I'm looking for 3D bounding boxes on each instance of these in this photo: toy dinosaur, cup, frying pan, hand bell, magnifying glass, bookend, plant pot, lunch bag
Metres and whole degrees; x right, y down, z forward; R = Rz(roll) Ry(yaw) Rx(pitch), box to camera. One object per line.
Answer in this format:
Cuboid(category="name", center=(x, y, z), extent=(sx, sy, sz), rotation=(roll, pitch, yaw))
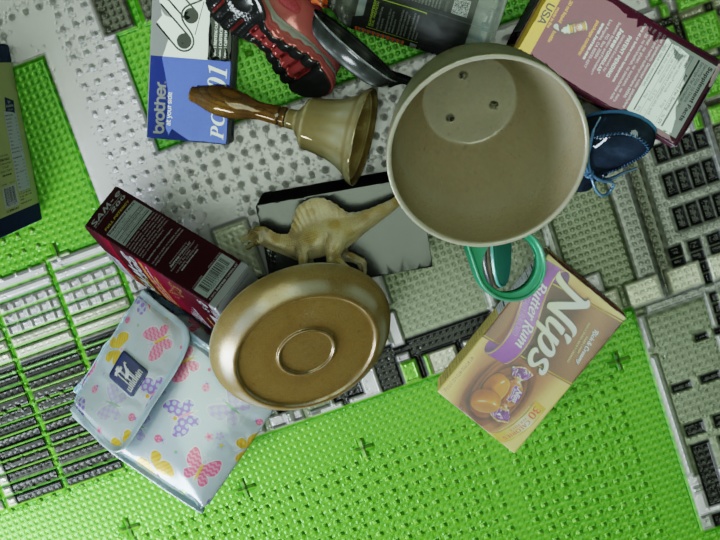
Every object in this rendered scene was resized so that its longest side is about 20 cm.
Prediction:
Cuboid(category="toy dinosaur", center=(-0.026, -0.030, 1.409), extent=(0.197, 0.058, 0.102), rotation=(-15, 100, 3))
Cuboid(category="cup", center=(0.118, -0.146, 1.351), extent=(0.197, 0.144, 0.203), rotation=(-2, 119, -3))
Cuboid(category="frying pan", center=(0.008, -0.226, 1.437), extent=(0.031, 0.189, 0.115), rotation=(-49, 67, 13))
Cuboid(category="hand bell", center=(-0.090, -0.164, 1.438), extent=(0.197, 0.104, 0.106), rotation=(14, 101, 10))
Cuboid(category="magnifying glass", center=(0.122, -0.044, 1.436), extent=(0.200, 0.022, 0.080), rotation=(43, 89, -17))
Cuboid(category="bookend", center=(0.000, 0.000, 1.491), extent=(0.197, 0.092, 0.202), rotation=(-10, 101, 3))
Cuboid(category="plant pot", center=(-0.059, 0.078, 1.402), extent=(0.197, 0.028, 0.202), rotation=(-11, 132, -12))
Cuboid(category="lunch bag", center=(-0.208, 0.144, 1.509), extent=(0.199, 0.127, 0.170), rotation=(36, 93, -1))

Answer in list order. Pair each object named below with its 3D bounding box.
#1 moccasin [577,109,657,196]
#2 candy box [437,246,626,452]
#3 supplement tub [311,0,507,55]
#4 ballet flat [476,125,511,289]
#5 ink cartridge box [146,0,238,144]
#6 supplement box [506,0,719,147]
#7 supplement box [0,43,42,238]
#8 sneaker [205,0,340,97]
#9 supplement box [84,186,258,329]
Cuboid(category="moccasin", center=(0.234, -0.109, 1.416), extent=(0.080, 0.199, 0.069), rotation=(34, 65, -18))
Cuboid(category="candy box", center=(0.191, 0.089, 1.517), extent=(0.116, 0.056, 0.201), rotation=(38, 100, -3))
Cuboid(category="supplement tub", center=(0.054, -0.300, 1.420), extent=(0.197, 0.123, 0.124), rotation=(17, 100, -1))
Cuboid(category="ballet flat", center=(0.132, -0.081, 1.490), extent=(0.072, 0.073, 0.203), rotation=(-1, 106, 3))
Cuboid(category="ink cartridge box", center=(-0.182, -0.244, 1.480), extent=(0.093, 0.044, 0.203), rotation=(5, 101, 3))
Cuboid(category="supplement box", center=(0.262, -0.226, 1.421), extent=(0.198, 0.131, 0.104), rotation=(30, 99, -4))
Cuboid(category="supplement box", center=(-0.445, -0.131, 1.431), extent=(0.132, 0.200, 0.203), rotation=(-9, 99, 3))
Cuboid(category="sneaker", center=(-0.092, -0.279, 1.445), extent=(0.073, 0.087, 0.200), rotation=(-21, 120, 45))
Cuboid(category="supplement box", center=(-0.192, -0.002, 1.444), extent=(0.199, 0.109, 0.061), rotation=(30, 74, 28))
